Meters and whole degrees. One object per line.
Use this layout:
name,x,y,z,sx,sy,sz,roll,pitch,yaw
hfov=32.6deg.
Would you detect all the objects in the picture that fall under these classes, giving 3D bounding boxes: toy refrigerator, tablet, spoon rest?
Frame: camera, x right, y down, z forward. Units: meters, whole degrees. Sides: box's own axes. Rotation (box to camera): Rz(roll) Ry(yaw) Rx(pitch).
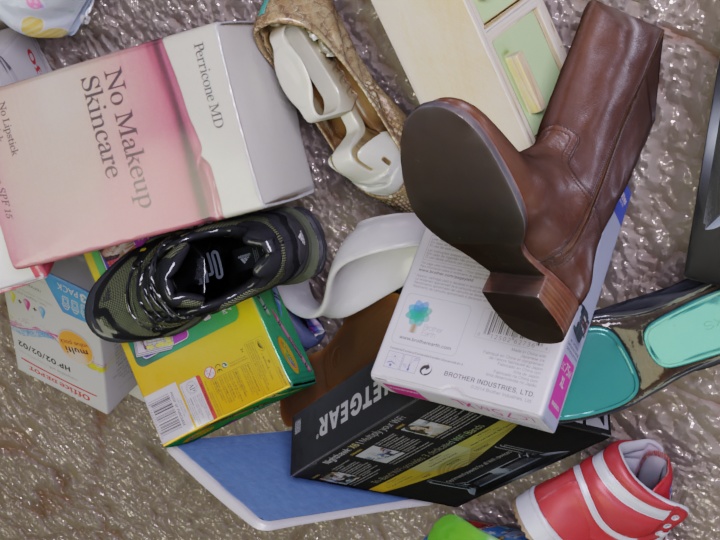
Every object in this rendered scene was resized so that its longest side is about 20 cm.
toy refrigerator,0.059,-0.164,0.729,0.070,0.076,0.200,-11,112,44
tablet,-0.046,0.167,1.004,0.130,0.200,0.014,31,109,40
spoon rest,0.000,0.000,0.912,0.200,0.099,0.061,-15,79,54

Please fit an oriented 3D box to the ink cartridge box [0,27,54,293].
ink cartridge box,-0.288,-0.089,0.963,0.085,0.200,0.146,-17,116,11

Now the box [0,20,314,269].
box,-0.152,-0.088,0.866,0.200,0.109,0.128,-13,96,19

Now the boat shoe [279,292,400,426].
boat shoe,0.009,0.077,0.996,0.070,0.071,0.200,14,149,-27

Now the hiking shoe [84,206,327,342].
hiking shoe,-0.128,0.001,0.867,0.200,0.101,0.076,-22,83,23

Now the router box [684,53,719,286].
router box,0.272,-0.068,0.670,0.157,0.052,0.200,18,128,24

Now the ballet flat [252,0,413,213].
ballet flat,-0.012,-0.106,0.851,0.070,0.065,0.200,-24,109,42

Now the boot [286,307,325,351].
boot,-0.115,-0.002,1.026,0.090,0.073,0.200,-34,94,21

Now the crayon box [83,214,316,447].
crayon box,-0.131,0.021,0.956,0.119,0.058,0.200,-26,82,16

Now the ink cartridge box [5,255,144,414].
ink cartridge box,-0.270,0.058,1.179,0.115,0.068,0.200,23,135,20

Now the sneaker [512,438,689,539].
sneaker,0.217,0.201,0.932,0.112,0.071,0.200,-38,125,19

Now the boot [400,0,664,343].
boot,0.105,-0.090,0.664,0.064,0.200,0.187,11,150,33

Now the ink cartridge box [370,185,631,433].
ink cartridge box,0.096,-0.006,0.786,0.119,0.200,0.042,11,164,30

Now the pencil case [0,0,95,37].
pencil case,-0.197,-0.243,0.860,0.091,0.083,0.200,53,137,-3

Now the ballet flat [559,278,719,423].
ballet flat,0.180,0.047,0.801,0.200,0.073,0.073,-22,111,19

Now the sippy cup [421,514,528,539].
sippy cup,0.114,0.273,1.036,0.130,0.139,0.178,12,112,43

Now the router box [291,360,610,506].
router box,0.062,0.116,0.920,0.157,0.052,0.200,16,149,-26
